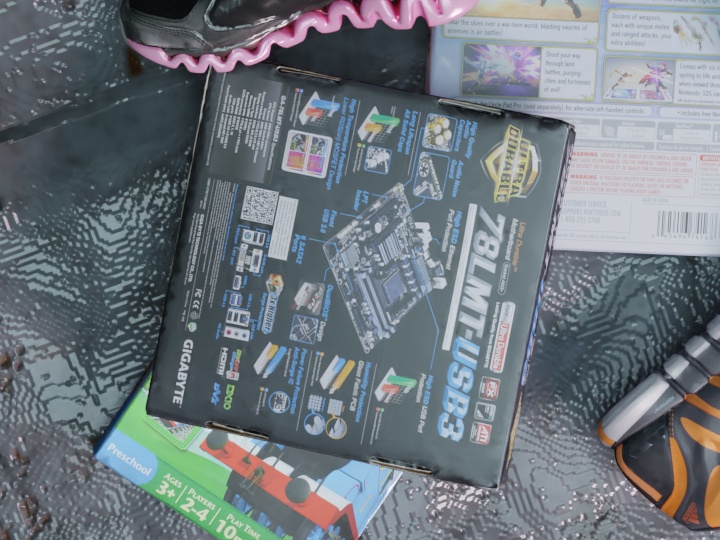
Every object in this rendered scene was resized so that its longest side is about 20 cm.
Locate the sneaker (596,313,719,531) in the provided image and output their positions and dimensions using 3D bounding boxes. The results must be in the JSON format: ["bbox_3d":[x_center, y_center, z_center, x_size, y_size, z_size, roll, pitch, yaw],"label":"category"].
[{"bbox_3d":[0.236,0.065,1.583,0.200,0.078,0.112,-43,82,15],"label":"sneaker"}]

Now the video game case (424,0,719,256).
[{"bbox_3d":[0.134,-0.103,1.576,0.199,0.045,0.183,3,99,-3],"label":"video game case"}]

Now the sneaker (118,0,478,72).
[{"bbox_3d":[-0.036,-0.167,1.502,0.199,0.079,0.096,-13,127,6],"label":"sneaker"}]

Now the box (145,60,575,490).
[{"bbox_3d":[0.000,0.000,1.535,0.197,0.050,0.201,11,92,7],"label":"box"}]

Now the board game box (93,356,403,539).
[{"bbox_3d":[-0.032,0.059,1.597,0.151,0.037,0.201,33,95,-6],"label":"board game box"}]
